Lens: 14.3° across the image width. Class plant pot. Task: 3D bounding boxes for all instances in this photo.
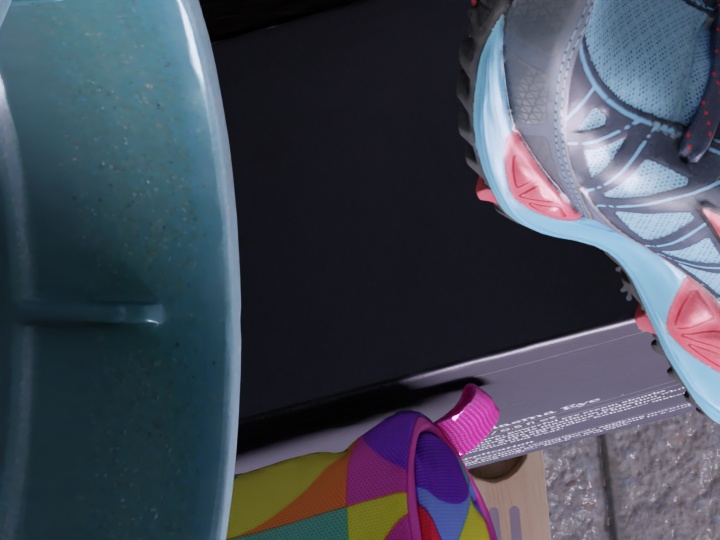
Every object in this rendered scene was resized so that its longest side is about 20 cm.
[{"bbox_3d":[-0.144,0.021,0.592,0.196,0.201,0.200,1,180,13],"label":"plant pot"}]

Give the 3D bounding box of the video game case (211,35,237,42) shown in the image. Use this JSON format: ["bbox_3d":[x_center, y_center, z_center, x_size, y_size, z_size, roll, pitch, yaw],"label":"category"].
[{"bbox_3d":[-0.001,-0.062,0.947,0.182,0.022,0.200,-4,176,-45],"label":"video game case"}]

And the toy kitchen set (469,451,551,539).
[{"bbox_3d":[-0.029,0.047,1.038,0.200,0.181,0.163,-5,177,-15],"label":"toy kitchen set"}]

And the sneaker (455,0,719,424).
[{"bbox_3d":[0.097,-0.027,0.643,0.095,0.079,0.200,4,156,36],"label":"sneaker"}]

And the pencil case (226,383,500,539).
[{"bbox_3d":[-0.053,0.094,0.759,0.200,0.089,0.088,-16,175,18],"label":"pencil case"}]

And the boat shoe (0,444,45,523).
[{"bbox_3d":[-0.148,0.050,0.744,0.060,0.072,0.202,-38,-146,-26],"label":"boat shoe"}]

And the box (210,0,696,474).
[{"bbox_3d":[0.000,0.000,0.822,0.200,0.104,0.182,-15,168,9],"label":"box"}]
